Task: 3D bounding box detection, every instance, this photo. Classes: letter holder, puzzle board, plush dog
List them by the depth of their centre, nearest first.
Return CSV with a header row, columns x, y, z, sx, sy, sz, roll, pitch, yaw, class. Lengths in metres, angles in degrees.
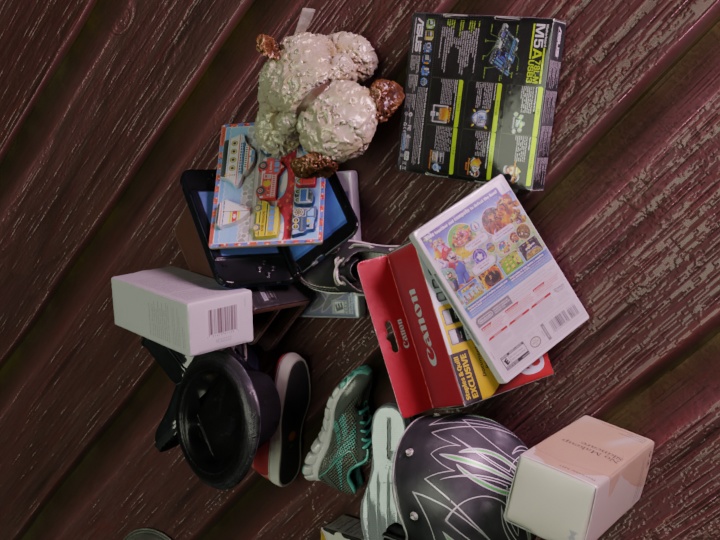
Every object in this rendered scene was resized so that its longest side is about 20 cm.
x,y,z,sx,sy,sz,roll,pitch,yaw,class
-0.046,-0.210,1.179,0.200,0.160,0.172,-44,66,3,plush dog
-0.121,-0.120,1.258,0.149,0.017,0.202,-2,59,6,puzzle board
-0.183,0.010,1.339,0.142,0.100,0.201,-51,60,39,letter holder

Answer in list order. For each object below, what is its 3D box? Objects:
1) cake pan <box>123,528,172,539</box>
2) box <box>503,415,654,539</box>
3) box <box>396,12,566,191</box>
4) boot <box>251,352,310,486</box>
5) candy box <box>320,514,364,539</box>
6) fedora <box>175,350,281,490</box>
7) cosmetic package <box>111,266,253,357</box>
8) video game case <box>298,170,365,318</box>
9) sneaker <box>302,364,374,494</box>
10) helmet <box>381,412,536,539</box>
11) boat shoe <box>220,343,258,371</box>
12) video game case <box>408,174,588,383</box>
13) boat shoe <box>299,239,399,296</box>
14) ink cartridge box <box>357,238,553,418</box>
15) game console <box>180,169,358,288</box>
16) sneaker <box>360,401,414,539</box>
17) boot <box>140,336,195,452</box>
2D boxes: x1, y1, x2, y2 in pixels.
x,y,z,sx,sy,sz,roll,pitch,yaw,class
-0.352,0.534,1.577,0.199,0.037,0.202,4,98,33,cake pan
0.246,0.231,1.048,0.094,0.199,0.078,18,104,29,box
0.143,-0.209,1.156,0.192,0.047,0.202,11,101,30,box
-0.150,0.200,1.386,0.143,0.072,0.202,20,110,31,boot
0.039,0.430,1.293,0.199,0.061,0.138,7,100,33,candy box
-0.171,0.201,1.303,0.200,0.091,0.203,7,100,47,fedora
-0.240,0.050,1.263,0.199,0.101,0.072,15,110,47,cosmetic package
-0.078,-0.034,1.335,0.181,0.023,0.202,-1,96,34,video game case
-0.007,0.222,1.299,0.091,0.077,0.201,28,118,18,sneaker
0.121,0.264,1.123,0.201,0.199,0.191,54,151,16,helmet
-0.211,0.084,1.410,0.074,0.093,0.201,-31,46,9,boat shoe
0.163,0.008,1.097,0.201,0.143,0.018,58,158,-3,video game case
0.000,0.000,1.245,0.198,0.060,0.075,3,98,21,boat shoe
0.110,0.056,1.123,0.084,0.174,0.202,-26,81,65,ink cartridge box
-0.126,-0.091,1.262,0.119,0.169,0.201,-58,46,43,game console
0.048,0.275,1.255,0.072,0.071,0.202,7,90,24,sneaker
-0.285,0.161,1.466,0.198,0.073,0.163,-46,74,21,boot
